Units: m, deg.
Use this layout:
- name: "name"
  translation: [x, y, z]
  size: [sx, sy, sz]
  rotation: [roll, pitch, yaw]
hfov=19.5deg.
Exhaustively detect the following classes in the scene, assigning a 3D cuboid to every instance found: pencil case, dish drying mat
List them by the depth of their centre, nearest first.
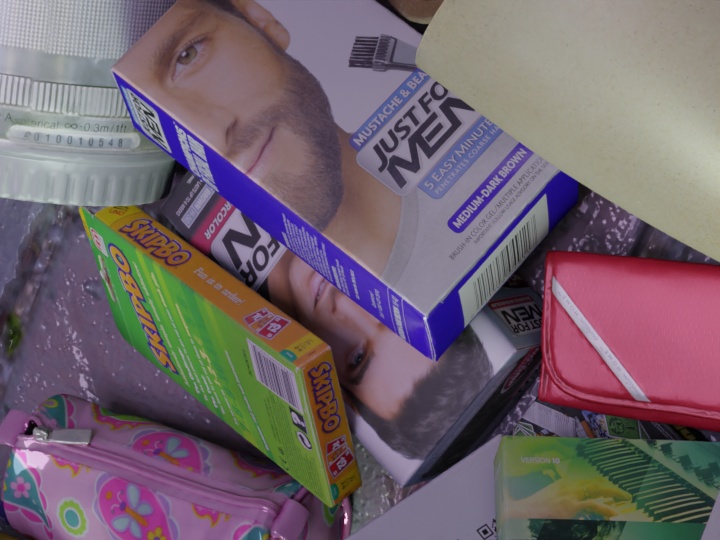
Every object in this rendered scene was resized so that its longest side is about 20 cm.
- name: "dish drying mat"
  translation: [0.176, 0.038, 0.940]
  size: [0.200, 0.018, 0.077]
  rotation: [7, 98, 26]
- name: "pencil case"
  translation: [-0.103, 0.125, 1.116]
  size: [0.200, 0.087, 0.088]
  rotation: [15, 103, 32]

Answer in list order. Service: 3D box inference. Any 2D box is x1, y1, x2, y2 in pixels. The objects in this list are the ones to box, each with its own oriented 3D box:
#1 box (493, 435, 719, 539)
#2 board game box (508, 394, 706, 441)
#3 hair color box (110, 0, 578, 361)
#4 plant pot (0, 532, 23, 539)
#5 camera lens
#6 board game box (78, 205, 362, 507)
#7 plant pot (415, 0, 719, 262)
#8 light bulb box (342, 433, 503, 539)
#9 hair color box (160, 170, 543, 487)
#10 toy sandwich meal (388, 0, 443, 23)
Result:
- name: "box"
  translation: [0.132, 0.167, 0.888]
  size: [0.036, 0.144, 0.200]
  rotation: [101, 170, -60]
- name: "board game box"
  translation: [0.148, 0.136, 0.983]
  size: [0.200, 0.023, 0.105]
  rotation: [46, 115, 23]
- name: "hair color box"
  translation: [-0.007, -0.064, 0.984]
  size: [0.200, 0.065, 0.109]
  rotation: [37, 76, 20]
- name: "plant pot"
  translation: [-0.198, 0.227, 1.138]
  size: [0.142, 0.200, 0.200]
  rotation: [-2, 96, -10]
- name: "camera lens"
  translation: [-0.157, -0.146, 1.078]
  size: [0.160, 0.160, 0.200]
  rotation: [15, 103, 32]
- name: "board game box"
  translation: [-0.075, 0.036, 1.074]
  size: [0.200, 0.030, 0.096]
  rotation: [31, 145, 41]
- name: "plant pot"
  translation: [0.159, -0.085, 0.876]
  size: [0.200, 0.187, 0.187]
  rotation: [45, 118, 6]
- name: "light bulb box"
  translation: [0.044, 0.220, 0.941]
  size: [0.200, 0.198, 0.125]
  rotation: [50, 157, 20]
- name: "hair color box"
  translation: [0.000, 0.000, 1.047]
  size: [0.200, 0.061, 0.099]
  rotation: [48, 118, 20]
- name: "toy sandwich meal"
  translation: [0.036, -0.213, 0.953]
  size: [0.205, 0.070, 0.205]
  rotation: [-38, 45, 51]
